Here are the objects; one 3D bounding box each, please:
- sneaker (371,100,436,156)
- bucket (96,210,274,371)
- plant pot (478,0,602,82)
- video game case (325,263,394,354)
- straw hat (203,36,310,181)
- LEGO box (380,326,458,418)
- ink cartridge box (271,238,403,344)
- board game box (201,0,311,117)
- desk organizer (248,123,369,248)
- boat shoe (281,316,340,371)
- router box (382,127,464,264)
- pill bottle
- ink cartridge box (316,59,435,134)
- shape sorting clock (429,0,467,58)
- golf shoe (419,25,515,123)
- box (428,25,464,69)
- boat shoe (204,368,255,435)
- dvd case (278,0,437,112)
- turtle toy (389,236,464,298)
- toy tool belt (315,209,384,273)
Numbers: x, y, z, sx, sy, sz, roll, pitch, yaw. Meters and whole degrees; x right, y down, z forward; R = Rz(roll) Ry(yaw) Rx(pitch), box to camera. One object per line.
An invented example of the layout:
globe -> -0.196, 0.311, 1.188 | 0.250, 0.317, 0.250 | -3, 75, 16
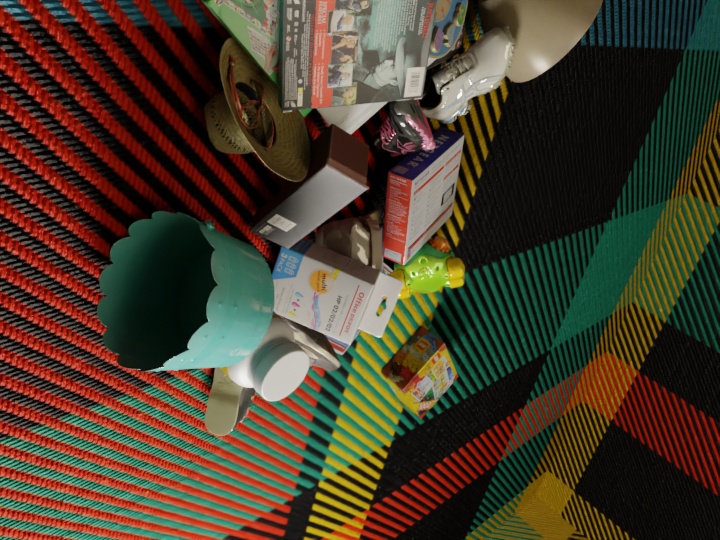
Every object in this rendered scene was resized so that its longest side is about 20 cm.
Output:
sneaker -> 0.061, -0.219, 1.055 | 0.095, 0.079, 0.200 | -17, 173, 11
bucket -> -0.220, 0.032, 0.860 | 0.208, 0.207, 0.135 | -59, 149, 7
plant pot -> 0.272, -0.431, 1.092 | 0.134, 0.200, 0.201 | 33, 92, -23
video game case -> -0.013, 0.065, 1.306 | 0.200, 0.017, 0.143 | -54, 147, -1
straw hat -> -0.149, -0.189, 0.841 | 0.085, 0.202, 0.201 | -19, 153, 21
LEGO box -> 0.147, 0.250, 1.617 | 0.149, 0.077, 0.200 | -46, 146, -12
ink cartridge box -> -0.044, 0.038, 1.075 | 0.068, 0.199, 0.116 | -60, 172, -68
board game box -> -0.080, -0.298, 0.804 | 0.135, 0.029, 0.200 | -44, 139, 2
desk organizer -> -0.074, -0.116, 0.956 | 0.072, 0.077, 0.200 | 25, 142, -30
boat shoe -> -0.111, 0.132, 1.196 | 0.073, 0.075, 0.200 | -38, 132, 9
router box -> 0.114, -0.137, 1.213 | 0.200, 0.049, 0.180 | -44, 148, -42
pill bottle -> -0.169, 0.097, 0.973 | 0.112, 0.200, 0.113 | -31, 141, -30
ink cartridge box -> -0.002, -0.302, 0.918 | 0.200, 0.044, 0.174 | -41, 141, 2
shape sorting clock -> 0.101, -0.389, 0.894 | 0.200, 0.039, 0.201 | -12, 104, -57
golf shoe -> 0.164, -0.313, 1.082 | 0.097, 0.079, 0.200 | -7, 153, -39
box -> 0.091, -0.399, 0.993 | 0.158, 0.048, 0.201 | -34, 141, -29
boat shoe -> -0.206, 0.177, 1.128 | 0.063, 0.073, 0.202 | -36, 146, -77
dvd case -> -0.004, -0.275, 0.826 | 0.199, 0.022, 0.146 | -10, 130, -20
turtle toy -> 0.127, -0.008, 1.319 | 0.145, 0.102, 0.200 | -12, 165, 6
toy tool belt -> 0.000, 0.000, 1.163 | 0.123, 0.124, 0.201 | -19, 114, -49
